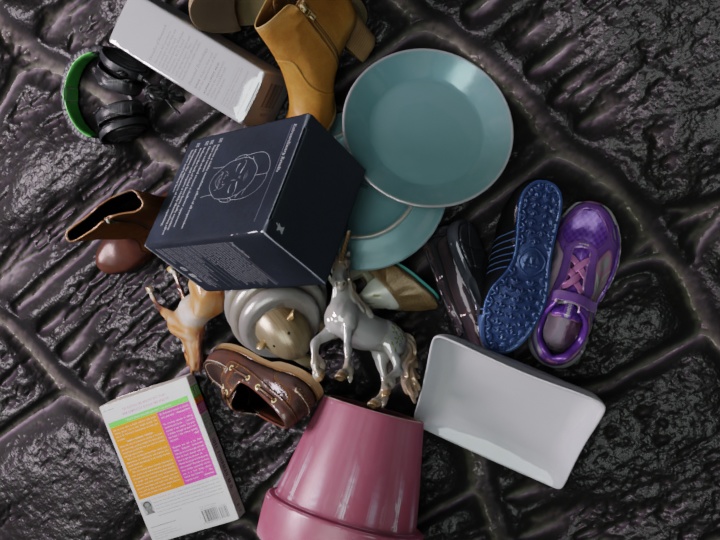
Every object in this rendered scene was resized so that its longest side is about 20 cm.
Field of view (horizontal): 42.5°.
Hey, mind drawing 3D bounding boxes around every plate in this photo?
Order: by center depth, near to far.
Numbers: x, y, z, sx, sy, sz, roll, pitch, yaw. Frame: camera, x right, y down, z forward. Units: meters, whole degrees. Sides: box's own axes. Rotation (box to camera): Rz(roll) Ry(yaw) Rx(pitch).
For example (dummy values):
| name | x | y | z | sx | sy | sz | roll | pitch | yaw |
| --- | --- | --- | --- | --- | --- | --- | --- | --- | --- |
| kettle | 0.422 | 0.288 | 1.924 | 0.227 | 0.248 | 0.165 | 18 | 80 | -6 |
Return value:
| name | x | y | z | sx | sy | sz | roll | pitch | yaw |
| --- | --- | --- | --- | --- | --- | --- | --- | --- | --- |
| plate | 0.077 | -0.162 | 1.064 | 0.198 | 0.026 | 0.202 | 2 | 71 | -4 |
| plate | 0.166 | 0.158 | 1.067 | 0.198 | 0.032 | 0.200 | 22 | 143 | 12 |
| plate | 0.004 | -0.101 | 1.089 | 0.198 | 0.026 | 0.202 | -3 | 76 | 11 |

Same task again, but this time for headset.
| name | x | y | z | sx | sy | sz | roll | pitch | yaw |
| --- | --- | --- | --- | --- | --- | --- | --- | --- | --- |
| headset | -0.309 | -0.220 | 1.166 | 0.198 | 0.094 | 0.125 | 7 | 100 | 26 |

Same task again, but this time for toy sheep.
| name | x | y | z | sx | sy | sz | roll | pitch | yaw |
| --- | --- | --- | --- | --- | --- | --- | --- | --- | --- |
| toy sheep | -0.100 | 0.035 | 1.110 | 0.137 | 0.200 | 0.139 | -10 | 125 | -15 |

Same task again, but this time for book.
| name | x | y | z | sx | sy | sz | roll | pitch | yaw |
| --- | --- | --- | --- | --- | --- | --- | --- | --- | --- |
| book | -0.250 | 0.252 | 1.239 | 0.133 | 0.048 | 0.202 | -18 | 93 | 15 |

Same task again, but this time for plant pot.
| name | x | y | z | sx | sy | sz | roll | pitch | yaw |
| --- | --- | --- | --- | --- | --- | --- | --- | --- | --- |
| plant pot | -0.008 | 0.251 | 1.102 | 0.198 | 0.200 | 0.181 | 14 | 86 | 13 |

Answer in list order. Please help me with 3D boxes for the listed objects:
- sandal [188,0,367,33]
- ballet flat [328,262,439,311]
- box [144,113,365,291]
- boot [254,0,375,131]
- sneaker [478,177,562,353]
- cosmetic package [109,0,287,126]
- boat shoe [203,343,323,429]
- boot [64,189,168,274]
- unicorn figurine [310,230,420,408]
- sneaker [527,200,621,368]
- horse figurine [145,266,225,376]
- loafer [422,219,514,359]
| name | x | y | z | sx | sy | sz | roll | pitch | yaw |
| --- | --- | --- | --- | --- | --- | --- | --- | --- | --- |
| sandal | -0.099 | -0.325 | 1.103 | 0.209 | 0.070 | 0.078 | -3 | 131 | -11 |
| ballet flat | 0.000 | 0.000 | 1.114 | 0.200 | 0.068 | 0.072 | 41 | 71 | 8 |
| box | -0.116 | -0.069 | 1.019 | 0.199 | 0.107 | 0.150 | -4 | 57 | 42 |
| boot | -0.077 | -0.234 | 1.059 | 0.071 | 0.144 | 0.202 | 33 | 92 | 43 |
| sneaker | 0.180 | -0.006 | 1.055 | 0.069 | 0.078 | 0.202 | 17 | 94 | -3 |
| cosmetic package | -0.192 | -0.255 | 1.125 | 0.199 | 0.102 | 0.074 | 31 | 103 | 11 |
| boat shoe | -0.135 | 0.142 | 1.135 | 0.199 | 0.070 | 0.071 | 8 | 137 | 46 |
| boot | -0.291 | -0.041 | 1.128 | 0.187 | 0.200 | 0.069 | -23 | 91 | 17 |
| unicorn figurine | -0.002 | 0.068 | 1.051 | 0.073 | 0.200 | 0.138 | -7 | 57 | 34 |
| sneaker | 0.241 | 0.022 | 1.045 | 0.080 | 0.088 | 0.202 | 16 | 100 | 14 |
| horse figurine | -0.211 | 0.031 | 1.170 | 0.200 | 0.050 | 0.133 | -50 | 61 | 40 |
| loafer | 0.128 | 0.042 | 1.097 | 0.063 | 0.072 | 0.202 | -15 | 93 | 36 |
